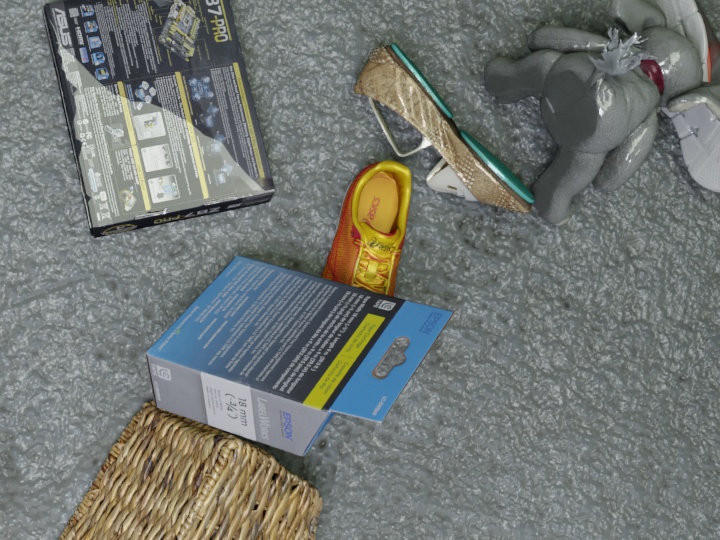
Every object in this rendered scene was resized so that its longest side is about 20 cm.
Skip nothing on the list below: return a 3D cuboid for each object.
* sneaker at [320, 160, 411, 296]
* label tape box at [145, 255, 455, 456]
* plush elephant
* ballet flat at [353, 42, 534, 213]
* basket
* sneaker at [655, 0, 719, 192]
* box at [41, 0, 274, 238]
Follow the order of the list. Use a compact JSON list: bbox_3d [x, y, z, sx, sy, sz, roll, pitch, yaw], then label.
[{"bbox_3d":[0.000,0.000,1.061,0.073,0.077,0.201,9,80,-12],"label":"sneaker"},{"bbox_3d":[-0.044,0.071,0.970,0.200,0.063,0.144,15,40,22],"label":"label tape box"},{"bbox_3d":[0.233,-0.162,1.102,0.155,0.200,0.165,-17,76,-32],"label":"plush elephant"},{"bbox_3d":[0.070,-0.113,1.110,0.065,0.071,0.200,-42,88,12],"label":"ballet flat"},{"bbox_3d":[-0.141,0.228,1.000,0.143,0.149,0.200,39,72,-37],"label":"basket"},{"bbox_3d":[0.328,-0.171,1.173,0.082,0.077,0.201,-10,82,-40],"label":"sneaker"},{"bbox_3d":[-0.174,-0.142,1.065,0.161,0.049,0.201,-13,83,-12],"label":"box"}]
